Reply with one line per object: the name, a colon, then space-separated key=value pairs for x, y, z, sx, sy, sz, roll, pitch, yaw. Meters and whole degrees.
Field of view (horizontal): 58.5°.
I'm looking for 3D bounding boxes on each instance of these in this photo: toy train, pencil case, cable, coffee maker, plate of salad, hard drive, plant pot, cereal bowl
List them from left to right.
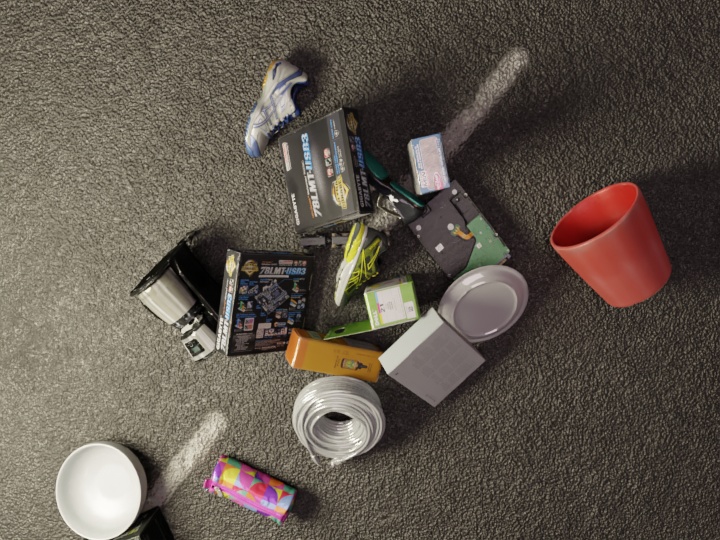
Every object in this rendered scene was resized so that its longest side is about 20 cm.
cereal bowl: x=-0.552 y=0.470 z=1.400 sx=0.194 sy=0.083 sz=0.206 roll=0 pitch=90 yaw=6
coffee maker: x=-0.332 y=0.052 z=1.312 sx=0.201 sy=0.134 sz=0.193 roll=50 pitch=63 yaw=-19
pencil case: x=-0.238 y=0.479 z=1.397 sx=0.196 sy=0.088 sz=0.090 roll=23 pitch=97 yaw=-2
cable: x=-0.044 y=0.308 z=1.337 sx=0.196 sy=0.070 sz=0.202 roll=-20 pitch=122 yaw=15
toy train: x=-0.028 y=-0.062 z=1.343 sx=0.194 sy=0.046 sz=0.035 roll=-2 pitch=92 yaw=3
hard drive: x=0.205 y=-0.068 z=1.338 sx=0.139 sy=0.038 sz=0.201 roll=-40 pitch=93 yaw=6
plate of salad: x=0.250 y=0.066 z=1.324 sx=0.194 sy=0.049 sz=0.204 roll=-7 pitch=128 yaw=-8
plant pot: x=0.503 y=-0.042 z=1.264 sx=0.199 sy=0.201 sz=0.178 roll=-39 pitch=103 yaw=6

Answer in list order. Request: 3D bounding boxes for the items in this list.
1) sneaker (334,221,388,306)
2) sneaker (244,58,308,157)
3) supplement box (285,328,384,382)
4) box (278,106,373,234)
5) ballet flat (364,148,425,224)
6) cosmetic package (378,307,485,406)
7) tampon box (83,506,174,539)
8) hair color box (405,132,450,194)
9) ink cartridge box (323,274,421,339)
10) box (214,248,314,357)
sneaker: x=0.000 y=0.000 z=1.309 sx=0.082 sy=0.075 sz=0.203 roll=13 pitch=127 yaw=-9
sneaker: x=-0.169 y=-0.319 z=1.300 sx=0.086 sy=0.075 sz=0.204 roll=22 pitch=98 yaw=3
supplement box: x=-0.052 y=0.175 z=1.329 sx=0.195 sy=0.069 sz=0.068 roll=15 pitch=97 yaw=-21
box: x=-0.071 y=-0.190 z=1.260 sx=0.195 sy=0.049 sz=0.206 roll=-11 pitch=88 yaw=43
ballet flat: x=0.043 y=-0.168 z=1.312 sx=0.199 sy=0.073 sz=0.073 roll=43 pitch=97 yaw=9
cosmetic package: x=0.148 y=0.181 z=1.304 sx=0.151 sy=0.052 sz=0.200 roll=-44 pitch=134 yaw=5
tampon box: x=-0.517 y=0.647 z=1.403 sx=0.196 sy=0.126 sz=0.153 roll=-24 pitch=95 yaw=5
hair color box: x=0.128 y=-0.202 z=1.242 sx=0.059 sy=0.200 sz=0.103 roll=-12 pitch=97 yaw=3
ink cartridge box: x=0.019 y=0.073 z=1.305 sx=0.195 sy=0.148 sz=0.078 roll=-13 pitch=94 yaw=3
box: x=-0.189 y=0.063 z=1.292 sx=0.049 sy=0.197 sz=0.204 roll=14 pitch=99 yaw=41
